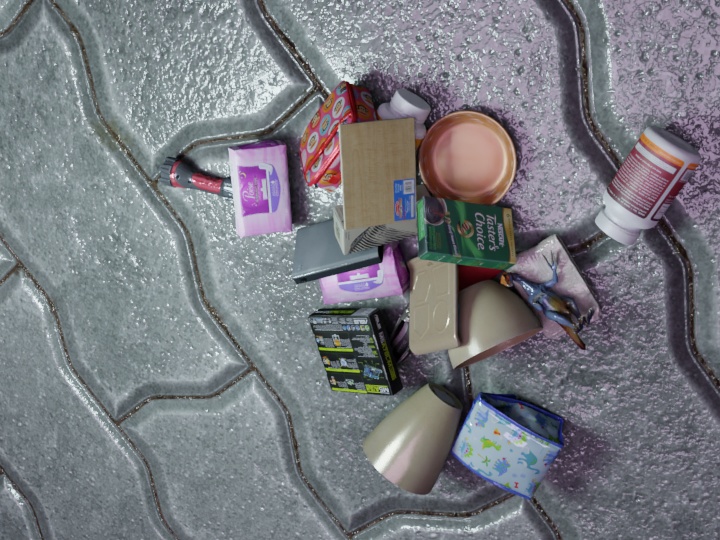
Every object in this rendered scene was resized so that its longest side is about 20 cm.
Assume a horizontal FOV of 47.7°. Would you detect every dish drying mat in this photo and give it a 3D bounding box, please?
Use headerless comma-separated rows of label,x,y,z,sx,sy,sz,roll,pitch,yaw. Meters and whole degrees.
dish drying mat,0.223,0.016,1.721,0.077,0.018,0.200,45,118,-1

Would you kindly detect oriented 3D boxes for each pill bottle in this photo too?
pill bottle,0.519,-0.152,1.491,0.112,0.113,0.201,32,117,7
pill bottle,0.059,-0.256,1.629,0.109,0.109,0.201,34,118,6

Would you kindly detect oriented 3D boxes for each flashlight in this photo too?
flashlight,-0.352,-0.203,1.830,0.198,0.068,0.069,15,112,16

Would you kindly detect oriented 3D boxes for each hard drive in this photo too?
hard drive,-0.046,-0.053,1.726,0.198,0.141,0.033,-14,138,19

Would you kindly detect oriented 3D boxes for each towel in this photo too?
towel,0.389,0.037,1.648,0.132,0.035,0.201,-29,102,26

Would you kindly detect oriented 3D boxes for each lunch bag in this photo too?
lunch bag,0.314,0.368,1.758,0.198,0.128,0.171,22,116,1
lunch bag,-0.043,-0.255,1.622,0.081,0.177,0.200,15,134,-30

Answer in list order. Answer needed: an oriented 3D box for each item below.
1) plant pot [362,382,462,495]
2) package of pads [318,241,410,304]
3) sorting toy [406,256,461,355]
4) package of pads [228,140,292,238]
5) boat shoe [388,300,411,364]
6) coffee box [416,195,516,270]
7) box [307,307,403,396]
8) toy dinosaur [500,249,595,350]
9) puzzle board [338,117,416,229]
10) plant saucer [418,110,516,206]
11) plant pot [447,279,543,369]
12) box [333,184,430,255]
plant pot,0.135,0.356,1.806,0.187,0.187,0.201,35,104,5
package of pads,0.000,0.000,1.767,0.198,0.076,0.122,-8,106,23
sorting toy,0.152,0.064,1.659,0.185,0.036,0.202,156,114,-62
package of pads,-0.215,-0.174,1.753,0.119,0.076,0.202,-9,111,-15
boat shoe,0.105,0.135,1.780,0.067,0.057,0.201,31,122,8
coffee box,0.207,-0.073,1.589,0.198,0.124,0.044,8,158,-20
box,-0.013,0.181,1.822,0.199,0.047,0.195,-4,111,45
toy dinosaur,0.359,0.069,1.610,0.180,0.105,0.201,24,135,30
puzzle board,0.034,-0.185,1.558,0.149,0.017,0.202,-9,109,-18
plant saucer,0.215,-0.220,1.625,0.198,0.037,0.202,8,112,19
plant pot,0.253,0.099,1.659,0.199,0.200,0.135,-31,74,27
box,0.048,-0.103,1.646,0.198,0.069,0.083,-16,143,-10
